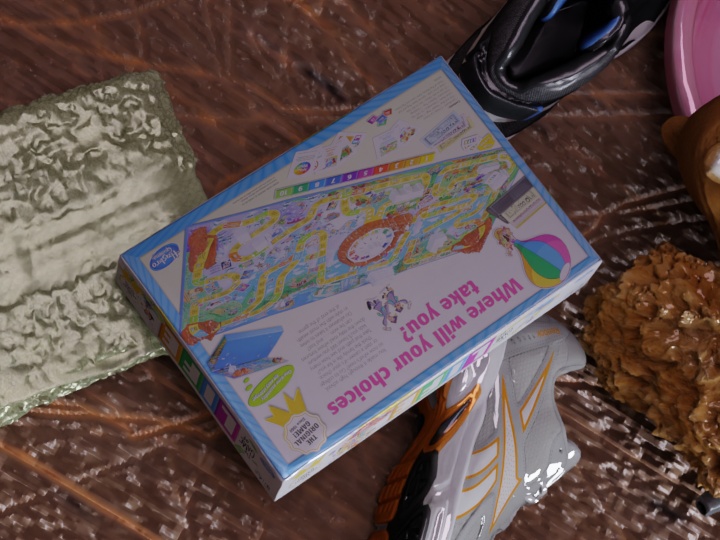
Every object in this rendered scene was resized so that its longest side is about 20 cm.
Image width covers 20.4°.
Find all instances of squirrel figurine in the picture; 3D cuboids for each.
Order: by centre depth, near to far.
[{"bbox_3d":[0.204,0.009,1.011,0.199,0.142,0.187,-36,109,8],"label":"squirrel figurine"}]

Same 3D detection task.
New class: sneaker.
[{"bbox_3d":[0.065,0.107,1.011,0.091,0.076,0.202,21,76,-18],"label":"sneaker"},{"bbox_3d":[0.129,-0.144,1.052,0.073,0.112,0.200,46,71,-6],"label":"sneaker"}]

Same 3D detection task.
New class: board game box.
[{"bbox_3d":[0.000,0.000,0.973,0.199,0.034,0.135,-33,77,-21],"label":"board game box"}]

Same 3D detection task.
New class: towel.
[{"bbox_3d":[-0.162,-0.007,0.977,0.199,0.036,0.149,-24,88,-19],"label":"towel"}]

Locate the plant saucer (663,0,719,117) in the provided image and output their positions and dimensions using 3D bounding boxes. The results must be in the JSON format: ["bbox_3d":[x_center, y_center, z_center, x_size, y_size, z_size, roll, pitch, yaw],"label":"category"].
[{"bbox_3d":[0.255,-0.110,1.119,0.199,0.051,0.203,3,81,-17],"label":"plant saucer"}]

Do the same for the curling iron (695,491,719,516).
[{"bbox_3d":[0.259,0.075,1.098,0.199,0.026,0.050,-32,128,-16],"label":"curling iron"}]
